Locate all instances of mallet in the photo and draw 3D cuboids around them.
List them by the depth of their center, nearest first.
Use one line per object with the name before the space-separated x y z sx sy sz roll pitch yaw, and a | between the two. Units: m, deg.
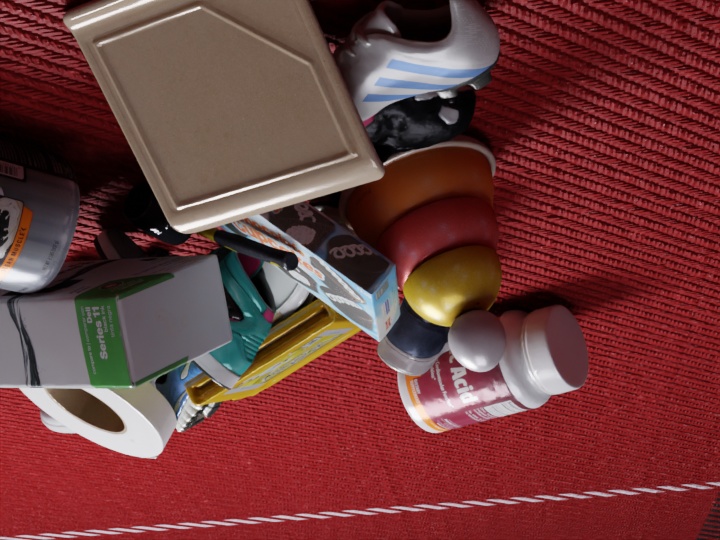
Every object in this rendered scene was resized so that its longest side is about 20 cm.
mallet | -0.123 -0.028 1.309 0.199 0.041 0.066 21 172 34

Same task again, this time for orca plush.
orca plush | -0.004 -0.114 1.187 0.198 0.072 0.105 6 156 -21

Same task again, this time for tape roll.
tape roll | -0.298 0.139 1.656 0.201 0.037 0.203 22 152 12

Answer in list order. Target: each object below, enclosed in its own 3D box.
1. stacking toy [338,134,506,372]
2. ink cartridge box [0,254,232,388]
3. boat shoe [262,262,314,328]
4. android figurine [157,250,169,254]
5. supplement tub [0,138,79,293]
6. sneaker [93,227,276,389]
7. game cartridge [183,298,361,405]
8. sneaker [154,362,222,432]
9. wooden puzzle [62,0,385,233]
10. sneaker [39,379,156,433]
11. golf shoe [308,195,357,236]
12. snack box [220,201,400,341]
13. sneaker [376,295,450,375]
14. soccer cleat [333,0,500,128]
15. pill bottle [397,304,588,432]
stacking toy | 0.073 -0.002 1.273 0.145 0.201 0.146 -15 155 -7
ink cartridge box | -0.237 0.044 1.308 0.199 0.084 0.146 -3 -167 32
boat shoe | -0.108 0.033 1.472 0.068 0.075 0.200 -29 166 -47
android figurine | -0.241 0.034 1.558 0.199 0.041 0.181 -25 150 38
supplement tub | -0.341 -0.058 1.210 0.199 0.124 0.122 14 152 -36
sneaker | -0.152 0.001 1.397 0.121 0.200 0.084 -46 164 1
game cartridge | -0.075 0.084 1.556 0.176 0.033 0.200 -32 170 11
sneaker | -0.172 0.091 1.643 0.200 0.089 0.078 -50 167 33
wooden puzzle | -0.097 -0.131 1.084 0.184 0.037 0.201 -14 118 26
sneaker | -0.309 0.132 1.764 0.199 0.076 0.089 -18 141 20
golf shoe | 0.000 0.000 1.433 0.078 0.098 0.200 -12 158 17
snack box | -0.055 -0.025 1.287 0.199 0.037 0.116 35 164 17
sneaker | 0.089 0.008 1.489 0.076 0.147 0.202 26 -160 4
soccer cleat | 0.004 -0.153 1.099 0.199 0.070 0.087 -21 130 15
pill bottle | 0.151 0.110 1.696 0.199 0.115 0.114 -19 153 33
